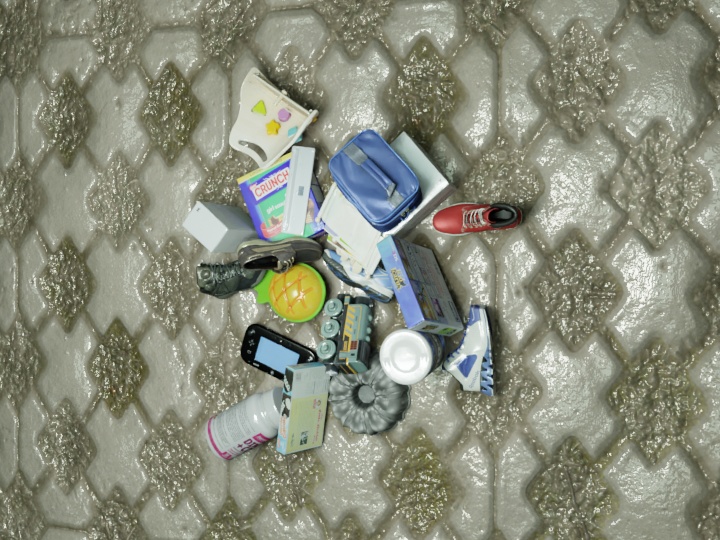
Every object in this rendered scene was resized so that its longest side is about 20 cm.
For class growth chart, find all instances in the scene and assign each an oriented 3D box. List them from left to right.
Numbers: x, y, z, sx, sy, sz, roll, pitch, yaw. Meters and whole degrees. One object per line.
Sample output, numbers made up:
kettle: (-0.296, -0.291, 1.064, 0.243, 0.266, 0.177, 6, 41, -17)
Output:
growth chart: (-0.022, -0.087, 1.531, 0.200, 0.018, 0.145, 47, 127, 14)

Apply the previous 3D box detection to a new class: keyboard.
keyboard: (-0.144, -0.184, 1.594, 0.056, 0.011, 0.203, 8, 91, 8)

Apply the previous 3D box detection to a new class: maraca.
maraca: (-0.168, 0.044, 1.632, 0.198, 0.107, 0.138, 19, 87, 27)

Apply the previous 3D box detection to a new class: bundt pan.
bundt pan: (0.013, 0.286, 1.593, 0.199, 0.076, 0.205, 0, 91, 17)

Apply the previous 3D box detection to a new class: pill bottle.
pill bottle: (-0.263, 0.365, 1.660, 0.199, 0.113, 0.114, -30, 82, 16)
pill bottle: (0.120, 0.173, 1.492, 0.112, 0.200, 0.115, 1, 92, 18)

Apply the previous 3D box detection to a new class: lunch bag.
lunch bag: (0.035, -0.177, 1.422, 0.136, 0.132, 0.200, -43, 76, 2)

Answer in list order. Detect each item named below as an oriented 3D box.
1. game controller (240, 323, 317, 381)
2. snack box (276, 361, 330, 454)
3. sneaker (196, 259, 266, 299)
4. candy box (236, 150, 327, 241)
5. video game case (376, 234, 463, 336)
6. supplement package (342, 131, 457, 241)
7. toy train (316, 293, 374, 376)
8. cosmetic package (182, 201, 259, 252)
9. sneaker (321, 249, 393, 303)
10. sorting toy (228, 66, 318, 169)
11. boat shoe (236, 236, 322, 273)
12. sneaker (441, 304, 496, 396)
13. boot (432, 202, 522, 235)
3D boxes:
game controller: (-0.199, 0.207, 1.676, 0.198, 0.042, 0.105, 23, 97, 17)
snack box: (-0.131, 0.317, 1.610, 0.037, 0.115, 0.203, 14, 99, 44)
sneaker: (-0.314, 0.010, 1.648, 0.198, 0.114, 0.077, -23, 69, 31)
candy box: (-0.176, -0.158, 1.645, 0.168, 0.077, 0.202, -24, 83, 15)
video game case: (0.127, 0.035, 1.472, 0.045, 0.181, 0.202, -31, 65, 25)
supplement package: (0.085, -0.177, 1.545, 0.200, 0.111, 0.156, -42, 79, 13)
toy train: (-0.028, 0.143, 1.572, 0.113, 0.085, 0.202, -3, 58, 20)
cosmetic package: (-0.315, -0.098, 1.626, 0.101, 0.200, 0.071, 41, 102, 13)
sneaker: (0.000, 0.000, 1.605, 0.199, 0.076, 0.077, 30, 76, 15)
sorting toy: (-0.215, -0.337, 1.620, 0.199, 0.107, 0.181, 37, 89, 16)
boat shoe: (-0.183, -0.026, 1.584, 0.197, 0.075, 0.074, -3, 52, -10)
sneaker: (0.233, 0.178, 1.519, 0.114, 0.080, 0.202, -4, 91, 15)
boot: (0.240, -0.114, 1.480, 0.198, 0.144, 0.073, -4, 91, 19)
